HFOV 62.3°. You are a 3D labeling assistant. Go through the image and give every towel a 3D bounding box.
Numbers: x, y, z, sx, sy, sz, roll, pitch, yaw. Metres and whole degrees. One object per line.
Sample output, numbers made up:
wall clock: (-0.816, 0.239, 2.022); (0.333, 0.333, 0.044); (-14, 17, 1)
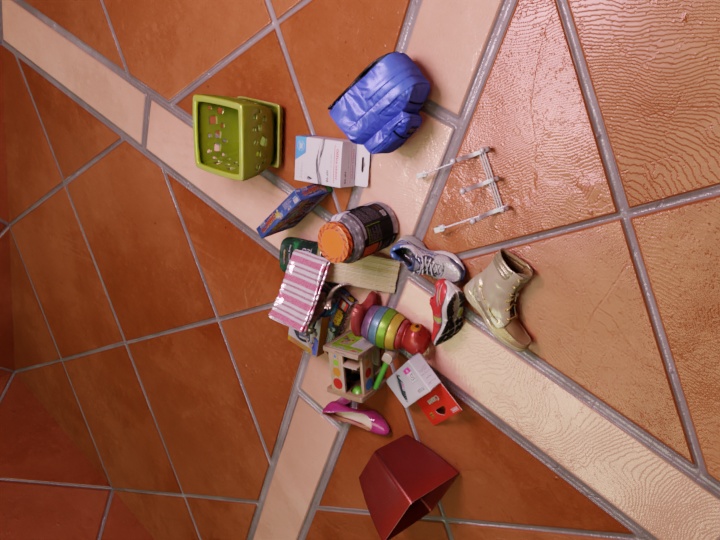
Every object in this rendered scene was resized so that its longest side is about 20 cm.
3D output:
towel: (-0.161, 0.049, 1.560); (0.145, 0.030, 0.203); (16, 86, 44)

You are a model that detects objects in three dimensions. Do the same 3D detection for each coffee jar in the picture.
coffee jar: (-0.130, -0.036, 1.647); (0.198, 0.085, 0.106); (6, 94, 37)

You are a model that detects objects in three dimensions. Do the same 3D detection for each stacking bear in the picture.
stacking bear: (0.087, 0.153, 1.535); (0.198, 0.121, 0.115); (21, 125, 23)

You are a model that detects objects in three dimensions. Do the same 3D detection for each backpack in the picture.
backpack: (0.063, -0.372, 1.328); (0.168, 0.162, 0.200); (49, 117, 2)

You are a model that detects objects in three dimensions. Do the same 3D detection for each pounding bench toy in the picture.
pounding bench toy: (0.015, 0.274, 1.621); (0.198, 0.124, 0.158); (9, 112, 36)

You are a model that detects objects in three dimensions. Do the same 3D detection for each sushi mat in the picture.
sushi mat: (0.000, 0.000, 1.546); (0.197, 0.012, 0.097); (10, 117, 4)

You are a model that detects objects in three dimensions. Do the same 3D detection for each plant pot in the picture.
plant pot: (0.113, 0.573, 1.622); (0.176, 0.198, 0.201); (48, 130, 30)
plant pot: (-0.323, -0.372, 1.621); (0.197, 0.181, 0.203); (20, 119, 32)

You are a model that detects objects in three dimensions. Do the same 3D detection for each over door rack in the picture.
over door rack: (0.218, -0.173, 1.331); (0.198, 0.066, 0.150); (-16, 95, 41)

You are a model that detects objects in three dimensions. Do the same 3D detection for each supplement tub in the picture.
supplement tub: (-0.007, -0.091, 1.455); (0.121, 0.199, 0.124); (14, 114, 34)

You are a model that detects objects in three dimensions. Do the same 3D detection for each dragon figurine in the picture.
dragon figurine: (-0.100, 0.094, 1.596); (0.059, 0.099, 0.200); (43, 95, 9)

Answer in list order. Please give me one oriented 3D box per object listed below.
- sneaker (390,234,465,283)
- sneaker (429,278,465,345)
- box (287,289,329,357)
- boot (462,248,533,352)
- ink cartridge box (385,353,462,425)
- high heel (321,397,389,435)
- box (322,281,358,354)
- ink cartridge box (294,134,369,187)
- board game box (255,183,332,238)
sneaker: (0.155, -0.014, 1.428); (0.198, 0.085, 0.078); (25, 121, 29)
sneaker: (0.200, 0.098, 1.436); (0.085, 0.076, 0.202); (48, 147, 36)
box: (-0.146, 0.135, 1.706); (0.118, 0.041, 0.202); (26, 123, 30)
boot: (0.336, 0.066, 1.319); (0.201, 0.072, 0.156); (53, 134, 18)
ink cartridge box: (0.157, 0.319, 1.532); (0.174, 0.043, 0.200); (54, 153, 12)
high heel: (-0.014, 0.434, 1.723); (0.199, 0.095, 0.068); (30, 123, 28)
box: (-0.097, 0.124, 1.714); (0.137, 0.040, 0.201); (41, 127, 22)
ink cartridge box: (-0.074, -0.279, 1.523); (0.198, 0.066, 0.118); (15, 109, 35)
board game box: (-0.180, -0.164, 1.612); (0.199, 0.135, 0.035); (-37, 83, 40)
